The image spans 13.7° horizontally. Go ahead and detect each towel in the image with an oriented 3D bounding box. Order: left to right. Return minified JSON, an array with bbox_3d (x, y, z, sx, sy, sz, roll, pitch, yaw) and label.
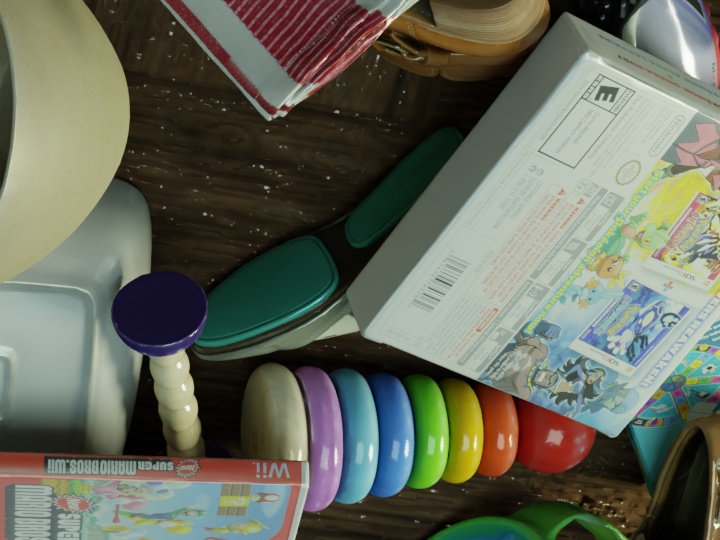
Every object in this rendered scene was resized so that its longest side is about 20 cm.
[{"bbox_3d":[-0.013,-0.187,1.436,0.200,0.023,0.144,-42,79,-2],"label":"towel"}]

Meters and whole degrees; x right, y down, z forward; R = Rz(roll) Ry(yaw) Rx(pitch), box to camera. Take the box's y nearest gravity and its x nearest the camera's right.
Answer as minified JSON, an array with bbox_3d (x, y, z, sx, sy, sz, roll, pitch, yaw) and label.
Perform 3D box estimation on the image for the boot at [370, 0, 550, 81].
[{"bbox_3d":[-0.002,-0.146,1.519,0.199,0.155,0.074,21,82,8],"label":"boot"}]

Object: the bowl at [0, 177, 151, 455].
[{"bbox_3d":[-0.211,0.046,1.603,0.199,0.075,0.201,3,118,-12],"label":"bowl"}]

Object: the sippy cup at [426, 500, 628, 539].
[{"bbox_3d":[0.091,0.232,1.733,0.177,0.140,0.130,-32,130,17],"label":"sippy cup"}]

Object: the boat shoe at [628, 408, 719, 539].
[{"bbox_3d":[0.178,0.166,1.678,0.074,0.076,0.201,7,106,-37],"label":"boat shoe"}]

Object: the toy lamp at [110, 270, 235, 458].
[{"bbox_3d":[-0.096,0.082,1.625,0.058,0.058,0.200,-10,141,-6],"label":"toy lamp"}]

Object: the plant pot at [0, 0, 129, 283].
[{"bbox_3d":[-0.194,-0.080,1.493,0.134,0.200,0.201,-1,125,-51],"label":"plant pot"}]

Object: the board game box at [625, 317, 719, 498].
[{"bbox_3d":[0.209,0.031,1.691,0.150,0.047,0.201,-21,119,1],"label":"board game box"}]

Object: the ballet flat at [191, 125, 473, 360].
[{"bbox_3d":[0.000,0.000,1.625,0.200,0.067,0.064,-36,128,9],"label":"ballet flat"}]

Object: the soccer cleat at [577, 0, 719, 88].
[{"bbox_3d":[0.158,-0.135,1.593,0.073,0.068,0.201,-19,117,-30],"label":"soccer cleat"}]

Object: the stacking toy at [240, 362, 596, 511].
[{"bbox_3d":[0.037,0.093,1.676,0.199,0.085,0.086,0,118,-16],"label":"stacking toy"}]

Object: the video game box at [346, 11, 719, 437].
[{"bbox_3d":[0.121,-0.020,1.571,0.182,0.047,0.200,24,117,-30],"label":"video game box"}]

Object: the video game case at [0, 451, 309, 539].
[{"bbox_3d":[-0.133,0.132,1.609,0.199,0.018,0.143,2,154,-6],"label":"video game case"}]
